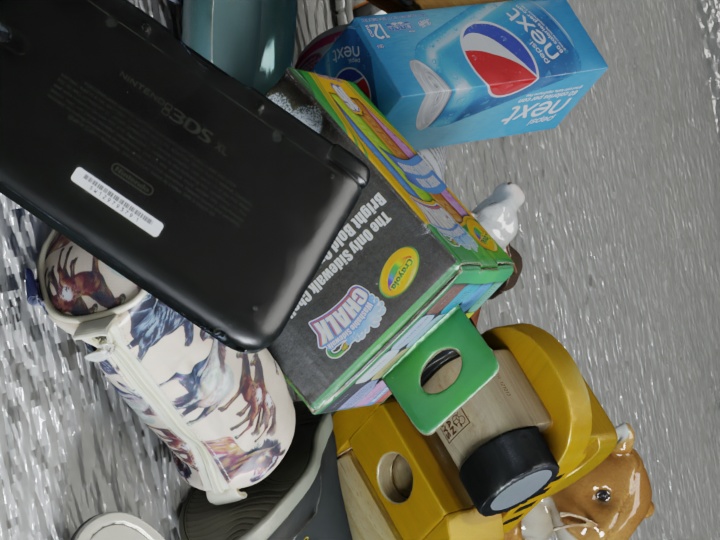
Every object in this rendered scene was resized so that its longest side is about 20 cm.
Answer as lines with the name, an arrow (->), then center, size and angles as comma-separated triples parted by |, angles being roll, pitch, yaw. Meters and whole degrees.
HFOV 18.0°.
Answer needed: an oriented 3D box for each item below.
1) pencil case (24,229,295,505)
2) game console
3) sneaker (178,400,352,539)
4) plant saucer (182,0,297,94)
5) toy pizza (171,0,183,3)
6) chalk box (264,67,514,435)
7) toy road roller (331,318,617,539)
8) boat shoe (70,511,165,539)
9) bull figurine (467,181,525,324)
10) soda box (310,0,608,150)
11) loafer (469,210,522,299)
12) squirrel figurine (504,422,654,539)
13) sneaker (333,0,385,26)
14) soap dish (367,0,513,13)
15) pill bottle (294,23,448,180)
pencil case -> -0.100, 0.045, 1.200 | 0.200, 0.077, 0.090 | 58, 42, -50
game console -> -0.106, -0.063, 1.145 | 0.177, 0.199, 0.116 | -60, -171, -27
sneaker -> -0.042, 0.158, 1.325 | 0.200, 0.074, 0.107 | -52, 128, -67
plant saucer -> -0.074, -0.155, 1.391 | 0.200, 0.027, 0.202 | 4, 90, -79
toy pizza -> -0.120, -0.257, 1.338 | 0.200, 0.031, 0.202 | -3, 90, -74
chalk box -> 0.000, 0.000, 1.313 | 0.200, 0.125, 0.124 | 50, 14, 12
toy road roller -> 0.070, 0.118, 1.437 | 0.145, 0.200, 0.123 | -6, 56, -45
boat shoe -> -0.108, 0.209, 1.166 | 0.063, 0.072, 0.201 | 19, -46, 61
bull figurine -> 0.052, 0.022, 1.547 | 0.122, 0.065, 0.202 | -110, -141, -70
soda box -> 0.063, -0.125, 1.455 | 0.199, 0.068, 0.064 | -13, 64, -44
loafer -> 0.087, -0.015, 1.687 | 0.200, 0.070, 0.074 | -158, -115, -81
squirrel figurine -> 0.119, 0.140, 1.643 | 0.201, 0.185, 0.142 | -77, 152, -49
sneaker -> 0.021, -0.232, 1.694 | 0.074, 0.079, 0.202 | -12, 95, -73
soap dish -> 0.012, -0.226, 1.514 | 0.082, 0.199, 0.157 | -55, 155, -1
pill bottle -> -0.002, -0.058, 1.486 | 0.201, 0.112, 0.114 | -81, 155, -43
